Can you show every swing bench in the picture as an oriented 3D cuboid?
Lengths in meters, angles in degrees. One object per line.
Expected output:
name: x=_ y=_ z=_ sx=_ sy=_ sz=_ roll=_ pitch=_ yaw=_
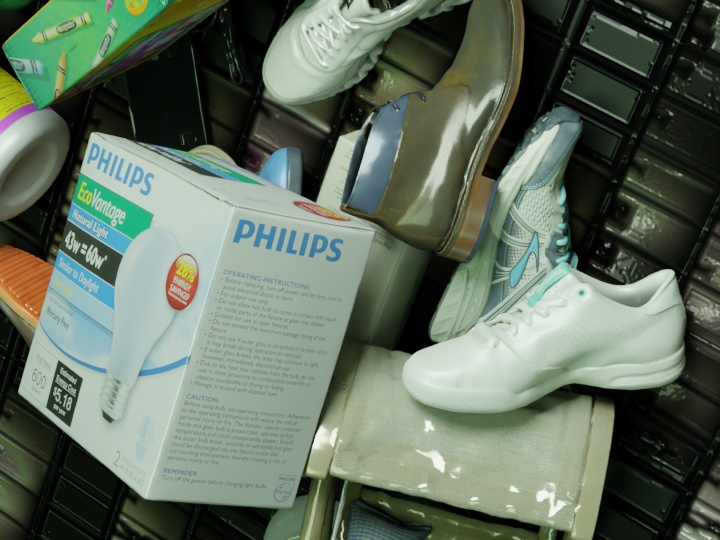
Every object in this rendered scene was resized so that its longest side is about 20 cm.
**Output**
swing bench: x=0.061 y=0.174 z=1.208 sx=0.197 sy=0.130 sz=0.201 roll=12 pitch=111 yaw=6

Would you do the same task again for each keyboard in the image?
keyboard: x=-0.138 y=-0.184 z=1.326 sx=0.126 sy=0.021 sz=0.202 roll=-1 pitch=103 yaw=34

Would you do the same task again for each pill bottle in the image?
pill bottle: x=-0.339 y=-0.136 z=1.396 sx=0.200 sy=0.104 sz=0.105 roll=38 pitch=117 yaw=15

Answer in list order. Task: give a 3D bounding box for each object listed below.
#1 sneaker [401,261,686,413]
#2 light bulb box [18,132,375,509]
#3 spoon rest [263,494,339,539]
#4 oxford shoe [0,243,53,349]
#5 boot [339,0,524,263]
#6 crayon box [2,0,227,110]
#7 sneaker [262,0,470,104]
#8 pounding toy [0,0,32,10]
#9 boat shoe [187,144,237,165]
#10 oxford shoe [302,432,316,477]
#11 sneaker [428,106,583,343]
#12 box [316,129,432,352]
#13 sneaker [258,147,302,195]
sneaker: x=0.124 y=0.038 z=1.165 sx=0.198 sy=0.075 sz=0.089 roll=-9 pitch=118 yaw=-10
light bulb box: x=-0.117 y=0.031 z=1.180 sx=0.198 sy=0.124 sz=0.201 roll=26 pitch=102 yaw=49
spoon rest: x=-0.048 y=0.277 z=1.378 sx=0.099 sy=0.061 sz=0.201 roll=20 pitch=98 yaw=21
oxford shoe: x=-0.257 y=0.058 z=1.422 sx=0.200 sy=0.071 sz=0.073 roll=43 pitch=123 yaw=12
boot: x=0.050 y=-0.113 z=1.165 sx=0.096 sy=0.075 sz=0.201 roll=13 pitch=79 yaw=-14
crayon box: x=-0.157 y=-0.192 z=1.223 sx=0.200 sy=0.119 sz=0.059 roll=-26 pitch=95 yaw=50
sneaker: x=-0.004 y=-0.182 z=1.221 sx=0.200 sy=0.081 sz=0.075 roll=-34 pitch=87 yaw=32
pounding toy: x=-0.314 y=-0.256 z=1.303 sx=0.142 sy=0.184 sz=0.201 roll=-20 pitch=93 yaw=39
boat shoe: x=-0.165 y=-0.015 z=1.346 sx=0.074 sy=0.069 sz=0.200 roll=42 pitch=122 yaw=1
oxford shoe: x=-0.094 y=0.128 z=1.315 sx=0.199 sy=0.075 sz=0.058 roll=0 pitch=101 yaw=55
sneaker: x=0.123 y=-0.020 z=1.207 sx=0.086 sy=0.078 sz=0.201 roll=26 pitch=120 yaw=6
box: x=0.000 y=0.000 z=1.269 sx=0.082 sy=0.068 sz=0.201 roll=29 pitch=115 yaw=18
sneaker: x=-0.095 y=-0.004 z=1.303 sx=0.078 sy=0.066 sz=0.201 roll=16 pitch=113 yaw=-5
